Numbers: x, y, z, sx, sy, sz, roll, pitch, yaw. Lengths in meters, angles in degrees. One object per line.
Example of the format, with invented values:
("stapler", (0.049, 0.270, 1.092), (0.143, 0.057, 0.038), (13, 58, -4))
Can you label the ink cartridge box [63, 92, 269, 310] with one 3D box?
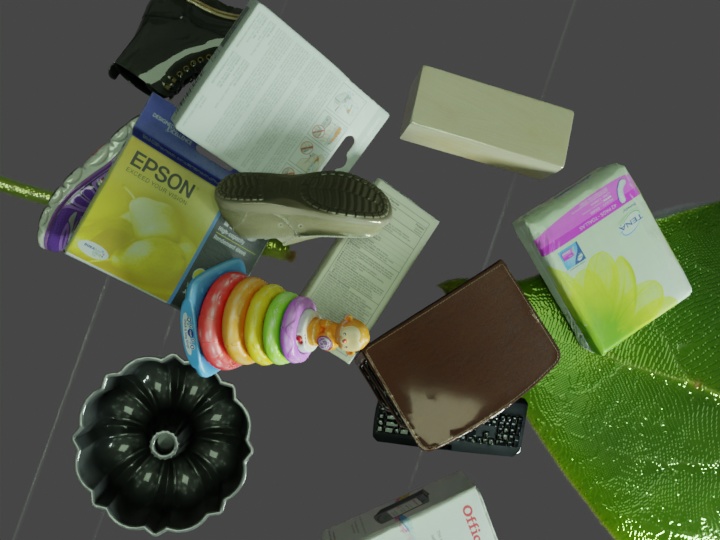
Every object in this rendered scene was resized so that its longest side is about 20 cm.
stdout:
("ink cartridge box", (-0.199, -0.064, 0.790), (0.196, 0.047, 0.202), (30, 88, -27))

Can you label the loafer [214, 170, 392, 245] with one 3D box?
("loafer", (-0.063, -0.067, 0.774), (0.197, 0.069, 0.076), (7, 48, 3))

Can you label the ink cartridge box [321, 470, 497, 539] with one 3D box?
("ink cartridge box", (0.068, 0.359, 0.839), (0.198, 0.086, 0.150), (-21, 93, -9))

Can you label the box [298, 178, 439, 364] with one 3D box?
("box", (0.000, 0.000, 0.830), (0.094, 0.078, 0.201), (35, 86, -6))

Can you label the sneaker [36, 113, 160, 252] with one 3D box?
("sneaker", (-0.287, -0.091, 0.792), (0.200, 0.081, 0.083), (-45, 102, -5))

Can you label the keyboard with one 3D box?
("keyboard", (0.118, 0.178, 0.867), (0.197, 0.040, 0.106), (7, 90, -9))

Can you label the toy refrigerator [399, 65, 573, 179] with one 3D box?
("toy refrigerator", (0.155, -0.180, 0.856), (0.197, 0.070, 0.077), (14, 82, -8))

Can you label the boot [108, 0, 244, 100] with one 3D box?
("boot", (-0.173, -0.235, 0.796), (0.198, 0.078, 0.140), (26, 74, 6))

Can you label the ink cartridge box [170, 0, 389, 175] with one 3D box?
("ink cartridge box", (-0.088, -0.177, 0.784), (0.199, 0.047, 0.161), (33, 100, -31))

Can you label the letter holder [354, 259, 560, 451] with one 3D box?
("letter holder", (0.114, 0.107, 0.812), (0.198, 0.101, 0.143), (-31, 81, -12))

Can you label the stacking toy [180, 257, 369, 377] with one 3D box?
("stacking toy", (-0.082, 0.061, 0.731), (0.197, 0.110, 0.118), (7, 110, 24))

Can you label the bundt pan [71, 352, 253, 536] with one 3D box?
("bundt pan", (-0.223, 0.195, 0.801), (0.199, 0.076, 0.205), (0, 90, -7))

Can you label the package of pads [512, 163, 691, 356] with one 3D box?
("package of pads", (0.310, -0.017, 0.878), (0.153, 0.068, 0.202), (-31, 95, -5))
